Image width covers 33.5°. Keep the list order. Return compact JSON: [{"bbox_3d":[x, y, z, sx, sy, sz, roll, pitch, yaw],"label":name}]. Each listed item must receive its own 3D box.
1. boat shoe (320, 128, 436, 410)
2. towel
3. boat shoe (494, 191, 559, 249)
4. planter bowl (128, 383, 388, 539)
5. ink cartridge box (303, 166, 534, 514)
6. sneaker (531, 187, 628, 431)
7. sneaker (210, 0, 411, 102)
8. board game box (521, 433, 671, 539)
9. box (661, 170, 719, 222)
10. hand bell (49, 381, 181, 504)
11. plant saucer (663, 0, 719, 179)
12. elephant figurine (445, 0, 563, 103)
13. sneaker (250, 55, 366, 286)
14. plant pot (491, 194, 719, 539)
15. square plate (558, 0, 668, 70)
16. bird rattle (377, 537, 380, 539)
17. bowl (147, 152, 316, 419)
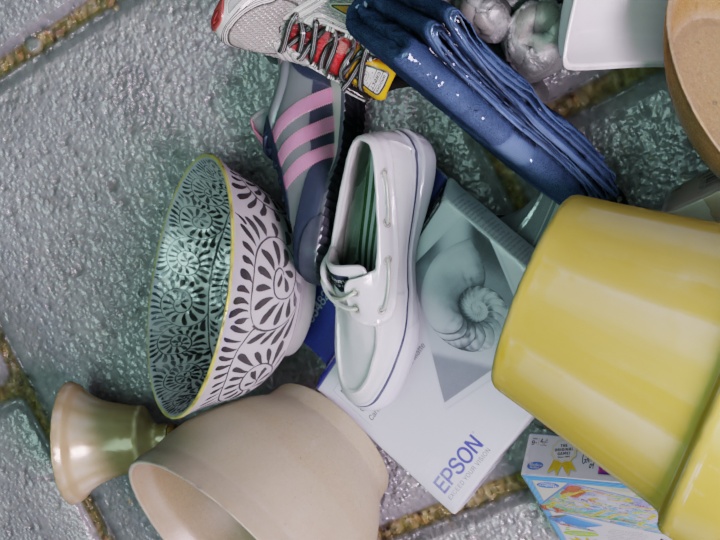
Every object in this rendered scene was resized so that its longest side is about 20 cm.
[{"bbox_3d":[0.000,0.000,0.839,0.073,0.066,0.203,13,100,44],"label":"boat shoe"},{"bbox_3d":[0.082,-0.113,0.784,0.199,0.112,0.049,34,97,-35],"label":"towel"},{"bbox_3d":[0.099,-0.002,0.898,0.071,0.070,0.202,30,114,5],"label":"boat shoe"},{"bbox_3d":[-0.063,0.175,0.926,0.199,0.135,0.202,31,148,22],"label":"planter bowl"},{"bbox_3d":[0.051,0.044,0.881,0.199,0.040,0.201,41,120,14],"label":"ink cartridge box"},{"bbox_3d":[0.159,0.032,0.888,0.078,0.074,0.203,13,108,20],"label":"sneaker"},{"bbox_3d":[-0.006,-0.164,0.824,0.078,0.197,0.083,124,140,-50],"label":"sneaker"},{"bbox_3d":[0.229,0.171,0.862,0.197,0.035,0.135,1,144,27],"label":"board game box"},{"bbox_3d":[0.287,0.026,0.833,0.077,0.095,0.202,-25,97,22],"label":"box"},{"bbox_3d":[-0.153,0.140,1.022,0.197,0.104,0.106,-5,103,6],"label":"hand bell"},{"bbox_3d":[0.261,-0.107,0.767,0.201,0.200,0.035,50,139,0],"label":"plant saucer"},{"bbox_3d":[0.133,-0.231,0.787,0.141,0.155,0.201,34,91,-7],"label":"elephant figurine"},{"bbox_3d":[-0.044,-0.085,0.895,0.081,0.070,0.203,-1,71,17],"label":"sneaker"},{"bbox_3d":[0.187,0.051,0.714,0.187,0.200,0.203,23,110,17],"label":"plant pot"},{"bbox_3d":[0.191,-0.230,0.755,0.028,0.196,0.203,21,112,41],"label":"square plate"},{"bbox_3d":[-0.043,0.278,1.024,0.199,0.112,0.164,36,101,20],"label":"bird rattle"},{"bbox_3d":[-0.093,0.018,0.931,0.093,0.201,0.203,9,112,-24],"label":"bowl"}]
